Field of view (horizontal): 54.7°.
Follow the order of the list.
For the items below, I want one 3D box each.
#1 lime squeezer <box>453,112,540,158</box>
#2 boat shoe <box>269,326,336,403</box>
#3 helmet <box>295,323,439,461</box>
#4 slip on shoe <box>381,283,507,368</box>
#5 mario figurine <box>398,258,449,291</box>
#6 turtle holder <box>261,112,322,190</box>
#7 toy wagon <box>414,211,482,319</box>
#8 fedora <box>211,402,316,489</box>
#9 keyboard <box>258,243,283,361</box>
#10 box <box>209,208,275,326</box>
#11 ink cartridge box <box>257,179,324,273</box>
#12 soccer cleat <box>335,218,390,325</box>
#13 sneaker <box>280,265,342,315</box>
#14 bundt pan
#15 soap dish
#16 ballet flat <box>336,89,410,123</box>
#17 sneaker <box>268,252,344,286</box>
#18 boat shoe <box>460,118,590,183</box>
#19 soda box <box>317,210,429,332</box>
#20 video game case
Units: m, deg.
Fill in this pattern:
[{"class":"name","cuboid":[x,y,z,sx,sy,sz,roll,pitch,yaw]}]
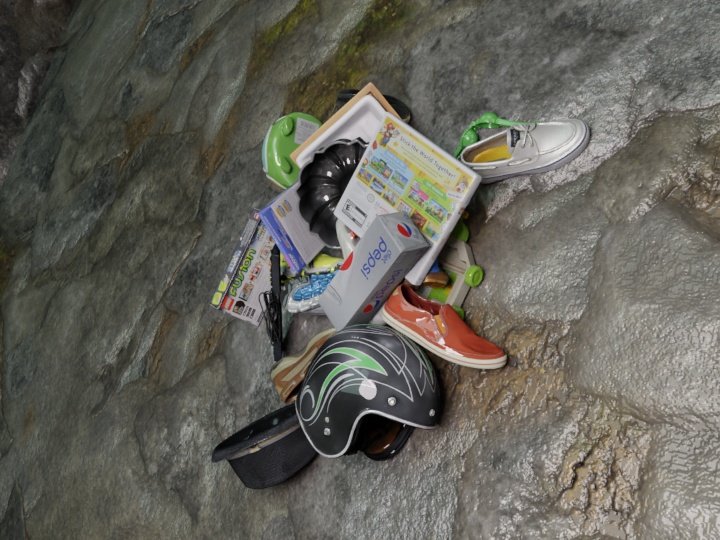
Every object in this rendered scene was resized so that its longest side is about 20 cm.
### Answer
[{"class":"lime squeezer","cuboid":[0.200,-0.214,1.148,0.198,0.038,0.072,-29,85,28]},{"class":"boat shoe","cuboid":[-0.069,0.162,1.182,0.199,0.075,0.075,-36,60,27]},{"class":"helmet","cuboid":[0.017,0.175,1.014,0.191,0.199,0.201,-45,47,15]},{"class":"slip on shoe","cuboid":[0.122,0.082,1.003,0.198,0.074,0.062,28,112,22]},{"class":"mario figurine","cuboid":[0.108,-0.071,1.090,0.120,0.106,0.205,2,79,3]},{"class":"turtle holder","cuboid":[-0.127,-0.212,1.381,0.131,0.139,0.189,-2,108,56]},{"class":"toy wagon","cuboid":[0.125,-0.001,1.103,0.154,0.039,0.203,24,86,45]},{"class":"fedora","cuboid":[-0.143,0.295,1.149,0.198,0.200,0.093,-25,91,31]},{"class":"keyboard","cuboid":[-0.160,0.058,1.237,0.104,0.039,0.205,-108,17,-77]},{"class":"box","cuboid":[-0.202,-0.005,1.347,0.034,0.109,0.203,21,84,45]},{"class":"ink cartridge box","cuboid":[-0.108,-0.083,1.224,0.041,0.121,0.200,-23,17,31]},{"class":"soccer cleat","cuboid":[0.000,0.000,1.131,0.078,0.069,0.202,-44,60,29]},{"class":"sneaker","cuboid":[-0.035,0.039,1.207,0.195,0.087,0.077,-7,70,13]},{"class":"bundt pan","cuboid":[-0.010,-0.137,1.194,0.201,0.202,0.076,-36,17,23]},{"class":"soap dish","cuboid":[-0.004,-0.215,1.244,0.199,0.157,0.082,-37,21,21]},{"class":"ballet flat","cuboid":[0.026,-0.306,1.340,0.066,0.058,0.199,-28,37,-29]},{"class":"sneaker","cuboid":[-0.093,-0.014,1.279,0.197,0.075,0.078,-2,69,40]},{"class":"boat shoe","cuboid":[0.245,-0.190,1.057,0.197,0.069,0.072,-11,65,32]},{"class":"soda box","cuboid":[0.015,0.006,1.026,0.069,0.063,0.201,55,133,21]},{"class":"video game case","cuboid":[0.064,-0.110,1.044,0.200,0.023,0.184,42,112,33]}]
